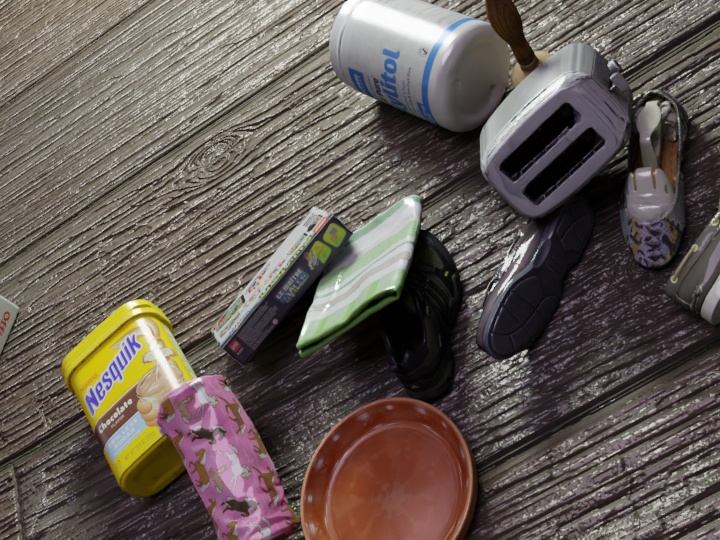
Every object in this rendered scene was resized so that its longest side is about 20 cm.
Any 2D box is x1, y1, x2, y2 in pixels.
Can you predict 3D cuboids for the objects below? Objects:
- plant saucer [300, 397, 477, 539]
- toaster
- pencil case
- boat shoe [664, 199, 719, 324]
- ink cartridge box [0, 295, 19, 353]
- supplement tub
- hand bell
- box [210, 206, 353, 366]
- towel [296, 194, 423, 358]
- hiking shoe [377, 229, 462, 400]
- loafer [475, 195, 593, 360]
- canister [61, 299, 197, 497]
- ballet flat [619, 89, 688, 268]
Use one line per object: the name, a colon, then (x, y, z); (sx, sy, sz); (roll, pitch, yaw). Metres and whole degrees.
plant saucer: (0.030, 0.231, 1.119); (0.198, 0.032, 0.203); (-15, 57, 24)
toaster: (0.199, -0.140, 1.141); (0.200, 0.114, 0.129); (-42, 10, 22)
pencil case: (-0.142, 0.214, 1.162); (0.087, 0.082, 0.201); (-44, 70, 37)
boat shoe: (0.369, -0.047, 1.050); (0.060, 0.072, 0.203); (30, 84, 34)
ink cartridge box: (-0.581, 0.071, 1.477); (0.083, 0.200, 0.146); (4, 65, 28)
supplement tub: (0.071, -0.258, 1.316); (0.199, 0.132, 0.133); (28, 79, 40)
hand bell: (0.181, -0.242, 1.194); (0.103, 0.200, 0.105); (-14, 56, 22)
box: (-0.096, 0.015, 1.286); (0.201, 0.035, 0.110); (-50, 17, -3)
towel: (0.000, 0.000, 1.195); (0.149, 0.031, 0.201); (-35, 19, 27)
hiking shoe: (0.061, 0.032, 1.171); (0.075, 0.101, 0.202); (-14, 57, 21)
loafer: (0.177, 0.007, 1.148); (0.063, 0.072, 0.201); (9, 61, 56)
canister: (-0.264, 0.154, 1.309); (0.148, 0.087, 0.200); (-41, 51, 2)
ballet flat: (0.302, -0.103, 1.126); (0.071, 0.072, 0.203); (-4, 62, 29)
